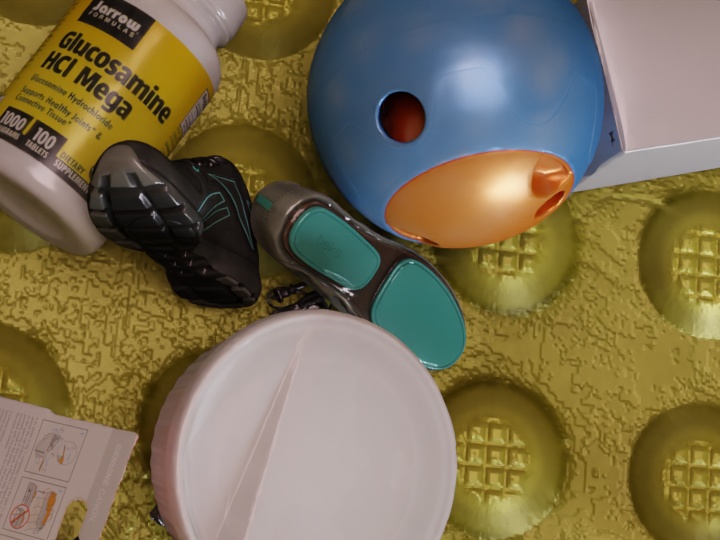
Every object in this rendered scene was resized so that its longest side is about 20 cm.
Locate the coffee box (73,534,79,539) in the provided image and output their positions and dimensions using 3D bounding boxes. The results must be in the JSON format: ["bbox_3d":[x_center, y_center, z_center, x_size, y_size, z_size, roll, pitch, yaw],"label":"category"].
[{"bbox_3d":[-0.153,0.280,1.186,0.123,0.044,0.200,-44,107,-18],"label":"coffee box"}]

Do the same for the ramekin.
[{"bbox_3d":[-0.045,0.125,1.222,0.201,0.094,0.204,0,89,-27],"label":"ramekin"}]

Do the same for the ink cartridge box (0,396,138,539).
[{"bbox_3d":[-0.229,0.160,1.150,0.199,0.050,0.162,10,73,30],"label":"ink cartridge box"}]

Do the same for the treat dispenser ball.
[{"bbox_3d":[0.064,-0.115,1.258,0.200,0.201,0.202,3,79,-14],"label":"treat dispenser ball"}]

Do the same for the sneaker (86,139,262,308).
[{"bbox_3d":[-0.119,-0.044,1.218,0.075,0.200,0.080,1,67,18],"label":"sneaker"}]

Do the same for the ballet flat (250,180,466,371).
[{"bbox_3d":[0.000,0.000,1.282,0.200,0.064,0.068,40,85,-39],"label":"ballet flat"}]

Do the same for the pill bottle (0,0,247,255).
[{"bbox_3d":[-0.165,-0.119,1.246,0.112,0.112,0.200,36,73,-6],"label":"pill bottle"}]

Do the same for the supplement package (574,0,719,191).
[{"bbox_3d":[0.244,-0.140,1.351,0.199,0.121,0.120,-10,82,-17],"label":"supplement package"}]

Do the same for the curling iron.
[{"bbox_3d":[-0.083,0.089,1.273,0.050,0.026,0.200,38,72,-12],"label":"curling iron"}]
